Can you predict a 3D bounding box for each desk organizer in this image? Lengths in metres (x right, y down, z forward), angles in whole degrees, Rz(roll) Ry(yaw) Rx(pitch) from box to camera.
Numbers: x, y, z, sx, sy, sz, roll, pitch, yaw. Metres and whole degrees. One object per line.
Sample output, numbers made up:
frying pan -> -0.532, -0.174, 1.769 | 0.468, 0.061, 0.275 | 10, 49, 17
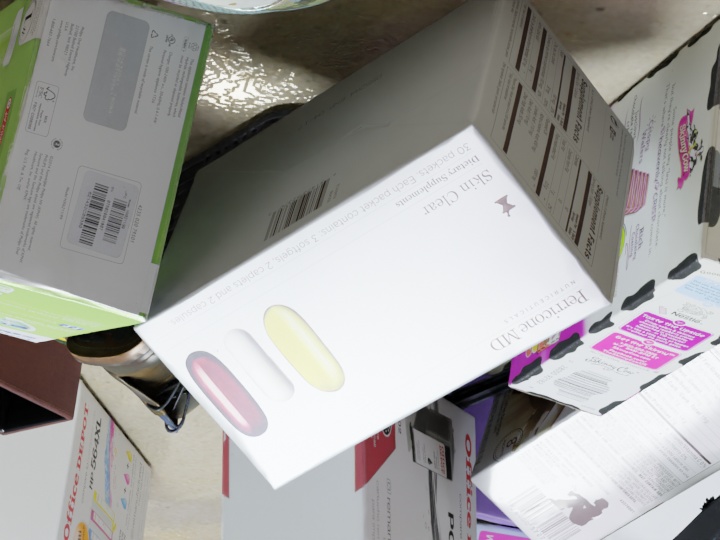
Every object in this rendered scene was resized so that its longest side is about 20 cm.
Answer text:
desk organizer -> -0.259, 0.028, 1.640 | 0.072, 0.077, 0.200 | -14, 149, 37

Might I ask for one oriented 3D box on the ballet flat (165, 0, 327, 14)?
ballet flat -> -0.090, -0.150, 1.205 | 0.199, 0.069, 0.071 | 10, -162, 0

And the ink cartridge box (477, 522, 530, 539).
ink cartridge box -> 0.033, 0.174, 1.695 | 0.199, 0.042, 0.119 | 10, 171, 18

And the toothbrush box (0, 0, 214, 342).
toothbrush box -> -0.154, -0.048, 1.306 | 0.086, 0.146, 0.200 | 16, 169, -21

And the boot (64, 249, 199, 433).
boot -> -0.099, 0.036, 1.380 | 0.097, 0.075, 0.200 | 38, 175, -17

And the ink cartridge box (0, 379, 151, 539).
ink cartridge box -> -0.238, 0.160, 1.863 | 0.125, 0.129, 0.200 | 0, 156, 13

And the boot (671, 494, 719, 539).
boot -> 0.253, 0.132, 1.485 | 0.066, 0.200, 0.165 | 38, 176, 38

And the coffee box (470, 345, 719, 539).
coffee box -> 0.165, 0.060, 1.478 | 0.080, 0.113, 0.200 | 44, 123, -16

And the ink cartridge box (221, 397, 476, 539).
ink cartridge box -> -0.002, 0.131, 1.458 | 0.083, 0.147, 0.200 | -5, 165, 19

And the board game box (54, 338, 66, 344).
board game box -> -0.135, 0.002, 1.521 | 0.200, 0.105, 0.023 | 25, 146, -37

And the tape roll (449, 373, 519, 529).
tape roll -> 0.040, 0.110, 1.678 | 0.199, 0.085, 0.200 | 12, 172, 2

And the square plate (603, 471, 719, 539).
square plate -> 0.240, 0.138, 1.594 | 0.198, 0.028, 0.200 | -39, 133, 17

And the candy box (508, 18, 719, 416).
candy box -> 0.152, -0.023, 1.353 | 0.061, 0.137, 0.200 | 18, 154, -18

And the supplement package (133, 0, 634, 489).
supplement package -> 0.015, -0.018, 1.276 | 0.200, 0.156, 0.111 | -31, 112, 25

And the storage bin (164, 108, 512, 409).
storage bin -> 0.000, 0.000, 1.497 | 0.200, 0.094, 0.135 | 22, 152, -29
